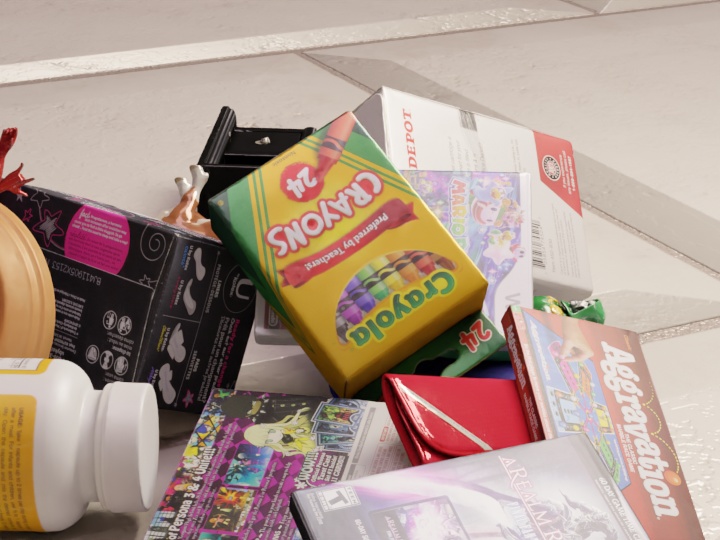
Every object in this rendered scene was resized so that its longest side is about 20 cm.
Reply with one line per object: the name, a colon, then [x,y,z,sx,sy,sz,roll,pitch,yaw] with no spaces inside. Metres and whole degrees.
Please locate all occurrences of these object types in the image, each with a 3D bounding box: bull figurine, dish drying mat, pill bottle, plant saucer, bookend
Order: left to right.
plant saucer: [-0.314,0.035,1.231,0.199,0.201,0.037,7,-8,16]
pill bottle: [-0.236,0.113,1.136,0.199,0.113,0.113,1,21,1]
bull figurine: [-0.132,-0.026,1.523,0.199,0.122,0.065,10,-20,4]
bookend: [-0.047,-0.085,1.670,0.199,0.092,0.199,2,21,3]
dish drying mat: [0.106,0.102,1.154,0.199,0.018,0.077,4,45,-36]

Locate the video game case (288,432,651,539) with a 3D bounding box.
video game case: [0.074,0.168,1.023,0.199,0.019,0.143,-10,45,-20]

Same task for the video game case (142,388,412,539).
video game case: [-0.034,0.152,1.099,0.180,0.036,0.200,5,33,10]

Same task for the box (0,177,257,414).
box: [-0.187,0.021,1.315,0.200,0.133,0.115,17,2,38]

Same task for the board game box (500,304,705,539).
board game box: [0.159,0.106,1.154,0.103,0.019,0.200,13,39,-21]

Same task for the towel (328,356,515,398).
towel: [0.094,0.085,1.309,0.199,0.050,0.148,10,27,27]

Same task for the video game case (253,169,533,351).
video game case: [0.026,-0.010,1.273,0.199,0.018,0.144,1,61,1]

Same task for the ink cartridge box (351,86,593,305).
ink cartridge box: [0.080,-0.047,1.404,0.199,0.147,0.083,13,-30,-32]

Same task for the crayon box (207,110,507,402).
crayon box: [0.000,0.000,1.222,0.127,0.051,0.200,-34,73,-15]

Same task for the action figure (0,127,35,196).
action figure: [-0.298,-0.100,1.287,0.099,0.200,0.065,-32,2,18]

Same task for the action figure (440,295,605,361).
action figure: [0.084,0.035,1.303,0.199,0.055,0.118,0,21,-3]
